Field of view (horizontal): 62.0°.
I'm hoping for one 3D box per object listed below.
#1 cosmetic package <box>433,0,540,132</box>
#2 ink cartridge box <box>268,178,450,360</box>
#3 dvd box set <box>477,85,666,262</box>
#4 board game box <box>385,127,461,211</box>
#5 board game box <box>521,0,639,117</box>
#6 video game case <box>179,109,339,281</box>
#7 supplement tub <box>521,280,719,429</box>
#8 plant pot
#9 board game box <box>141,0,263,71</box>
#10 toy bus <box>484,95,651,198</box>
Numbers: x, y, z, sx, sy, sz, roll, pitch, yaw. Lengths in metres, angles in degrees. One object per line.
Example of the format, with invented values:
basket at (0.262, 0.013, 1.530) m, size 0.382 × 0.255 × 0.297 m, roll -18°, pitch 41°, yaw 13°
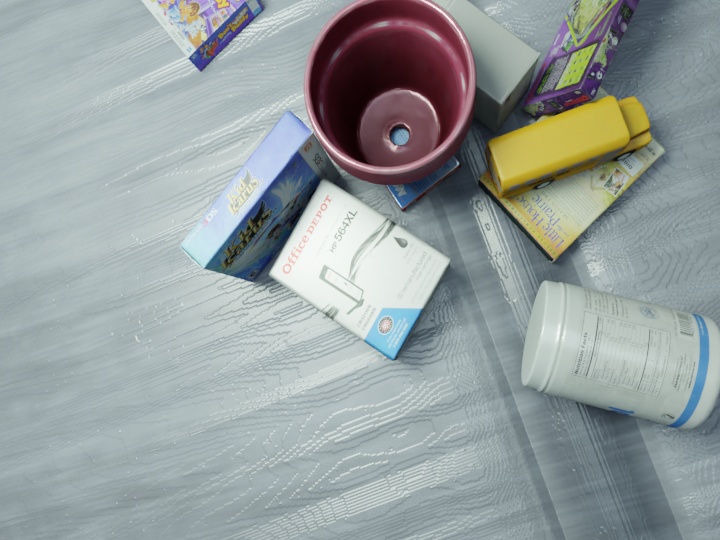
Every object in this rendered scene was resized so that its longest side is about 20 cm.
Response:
cosmetic package at (0.129, -0.285, 0.783) m, size 0.198 × 0.107 × 0.091 m, roll 38°, pitch 90°, yaw 9°
ink cartridge box at (0.000, 0.000, 0.782) m, size 0.197 × 0.084 × 0.149 m, roll 31°, pitch 89°, yaw 10°
dvd box set at (0.272, -0.134, 0.781) m, size 0.200 × 0.029 × 0.147 m, roll -44°, pitch 79°, yaw 1°
board game box at (0.042, -0.194, 0.830) m, size 0.102 × 0.019 × 0.203 m, roll -34°, pitch 80°, yaw 2°
board game box at (0.284, -0.295, 0.747) m, size 0.032 × 0.119 × 0.204 m, roll 29°, pitch 85°, yaw -23°
video game case at (-0.116, -0.081, 0.759) m, size 0.045 × 0.181 × 0.201 m, roll 39°, pitch 91°, yaw 11°
supplement tub at (0.299, 0.097, 0.702) m, size 0.194 × 0.132 × 0.136 m, roll 13°, pitch 86°, yaw 11°
plant pot at (0.041, -0.195, 0.729) m, size 0.193 × 0.179 × 0.208 m, roll -1°, pitch 84°, yaw 7°
board game box at (-0.256, -0.421, 0.887) m, size 0.134 × 0.045 × 0.201 m, roll -41°, pitch 80°, yaw 3°
toy bus at (0.253, -0.154, 0.730) m, size 0.194 × 0.078 × 0.067 m, roll -19°, pitch 81°, yaw 5°
